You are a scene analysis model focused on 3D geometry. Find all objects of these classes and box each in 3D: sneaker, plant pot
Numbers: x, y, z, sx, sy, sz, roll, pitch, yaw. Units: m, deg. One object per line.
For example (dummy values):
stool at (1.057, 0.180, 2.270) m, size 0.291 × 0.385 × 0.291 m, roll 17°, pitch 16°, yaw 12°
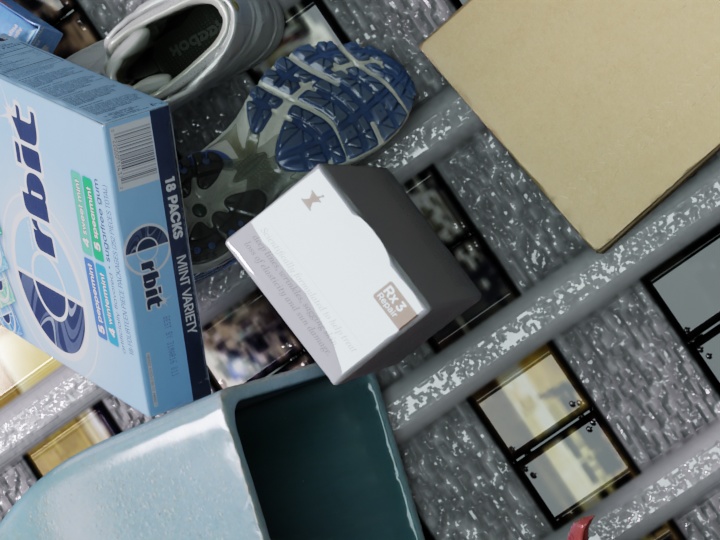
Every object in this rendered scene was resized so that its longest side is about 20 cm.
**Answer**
sneaker at (-0.054, -0.060, 1.565) m, size 0.200 × 0.085 × 0.077 m, roll -36°, pitch 79°, yaw -23°
plant pot at (-0.091, 0.175, 1.542) m, size 0.199 × 0.196 × 0.197 m, roll -18°, pitch 88°, yaw 25°
sneaker at (-0.146, -0.108, 1.576) m, size 0.200 × 0.116 × 0.074 m, roll -34°, pitch 87°, yaw 13°

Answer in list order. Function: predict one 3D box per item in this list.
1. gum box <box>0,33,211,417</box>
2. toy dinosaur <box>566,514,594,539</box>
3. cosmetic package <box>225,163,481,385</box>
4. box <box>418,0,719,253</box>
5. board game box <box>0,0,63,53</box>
gum box at (-0.161, -0.029, 1.511) m, size 0.044 × 0.200 × 0.171 m, roll -19°, pitch 115°, yaw -28°
toy dinosaur at (0.201, 0.251, 1.493) m, size 0.105 × 0.200 × 0.181 m, roll -54°, pitch 37°, yaw -1°
cosmetic package at (0.000, 0.000, 1.504) m, size 0.074 × 0.200 × 0.102 m, roll -39°, pitch 83°, yaw 11°
box at (0.158, -0.135, 1.557) m, size 0.200 × 0.021 × 0.164 m, roll -42°, pitch 83°, yaw 10°
board game box at (-0.296, -0.129, 1.631) m, size 0.200 × 0.037 × 0.152 m, roll 34°, pitch 98°, yaw 20°
